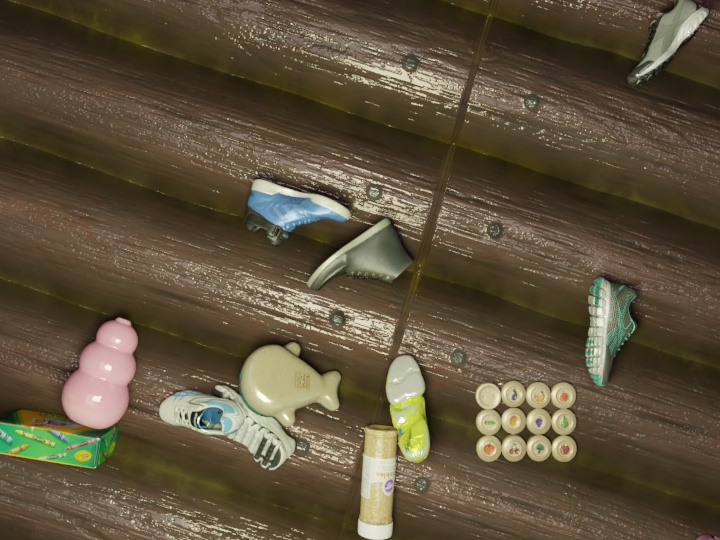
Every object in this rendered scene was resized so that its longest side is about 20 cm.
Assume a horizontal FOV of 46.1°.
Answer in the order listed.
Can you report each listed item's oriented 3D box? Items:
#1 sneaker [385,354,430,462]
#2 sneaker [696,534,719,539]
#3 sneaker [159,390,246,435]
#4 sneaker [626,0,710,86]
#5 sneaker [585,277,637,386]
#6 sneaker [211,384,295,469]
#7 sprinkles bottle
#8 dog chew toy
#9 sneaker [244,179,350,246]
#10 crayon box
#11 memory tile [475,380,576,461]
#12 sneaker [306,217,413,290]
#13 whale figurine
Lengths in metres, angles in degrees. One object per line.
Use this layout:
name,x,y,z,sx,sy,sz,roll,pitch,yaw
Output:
sneaker,0.092,0.269,1.604,0.074,0.106,0.204,-7,62,6
sneaker,0.733,0.565,1.605,0.195,0.081,0.091,5,98,5
sneaker,-0.305,0.266,1.572,0.196,0.072,0.074,0,94,31
sneaker,0.564,-0.429,1.590,0.079,0.074,0.201,41,85,8
sneaker,0.479,0.118,1.596,0.089,0.078,0.206,4,93,-4
sneaker,-0.205,0.292,1.603,0.199,0.081,0.076,41,113,18
sprinkles bottle,0.033,0.400,1.603,0.066,0.068,0.206,3,91,0
dog chew toy,-0.477,0.187,1.579,0.122,0.125,0.204,19,83,0
sneaker,-0.122,-0.092,1.587,0.195,0.077,0.114,16,85,4
crayon box,-0.566,0.313,1.577,0.195,0.119,0.060,9,91,0
memory tile,0.319,0.290,1.626,0.194,0.017,0.158,0,91,1
sneaker,0.000,0.000,1.590,0.198,0.075,0.107,-36,89,0
whale figurine,-0.136,0.218,1.595,0.196,0.104,0.163,11,65,-22
